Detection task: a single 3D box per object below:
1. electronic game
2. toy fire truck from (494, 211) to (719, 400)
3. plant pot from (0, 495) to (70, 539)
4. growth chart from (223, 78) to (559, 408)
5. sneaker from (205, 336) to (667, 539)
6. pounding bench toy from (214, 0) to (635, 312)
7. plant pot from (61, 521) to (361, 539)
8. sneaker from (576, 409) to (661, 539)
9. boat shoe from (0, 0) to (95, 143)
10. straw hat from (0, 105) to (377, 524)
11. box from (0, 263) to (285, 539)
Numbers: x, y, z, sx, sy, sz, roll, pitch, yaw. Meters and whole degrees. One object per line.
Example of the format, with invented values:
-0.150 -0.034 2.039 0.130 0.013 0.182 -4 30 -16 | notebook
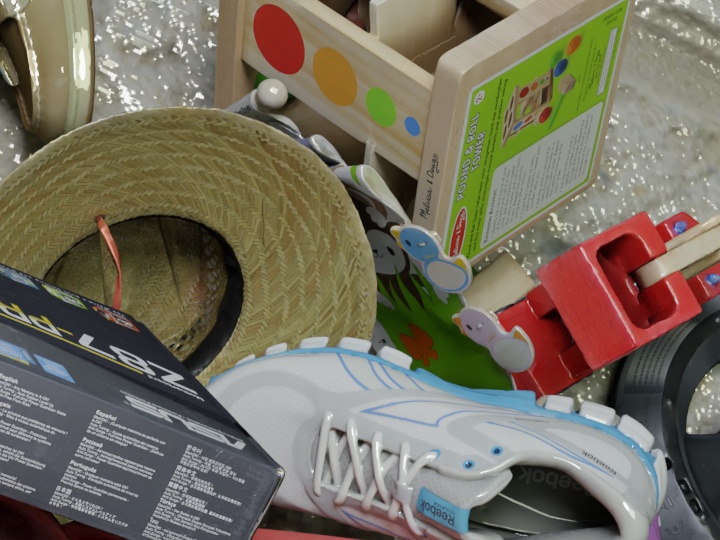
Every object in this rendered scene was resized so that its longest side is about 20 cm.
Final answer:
0.216 0.096 1.028 0.200 0.042 0.200 10 61 -17 | electronic game
0.121 0.009 0.918 0.200 0.141 0.049 -25 82 -47 | toy fire truck
-0.149 0.171 0.648 0.200 0.201 0.183 -10 38 -30 | plant pot
0.000 0.000 0.900 0.018 0.145 0.200 -42 94 -26 | growth chart
0.024 0.077 0.816 0.199 0.087 0.075 7 104 5 | sneaker
0.017 -0.073 0.957 0.156 0.200 0.124 35 49 28 | pounding bench toy
-0.024 0.187 0.790 0.177 0.200 0.201 -2 70 -37 | plant pot
0.135 0.167 0.947 0.114 0.073 0.201 8 76 -28 | sneaker
-0.166 -0.140 0.919 0.063 0.073 0.200 -9 63 -23 | boat shoe
-0.101 0.010 0.868 0.201 0.085 0.202 -8 114 -19 | straw hat
-0.144 0.028 0.712 0.200 0.161 0.049 25 97 -29 | box
